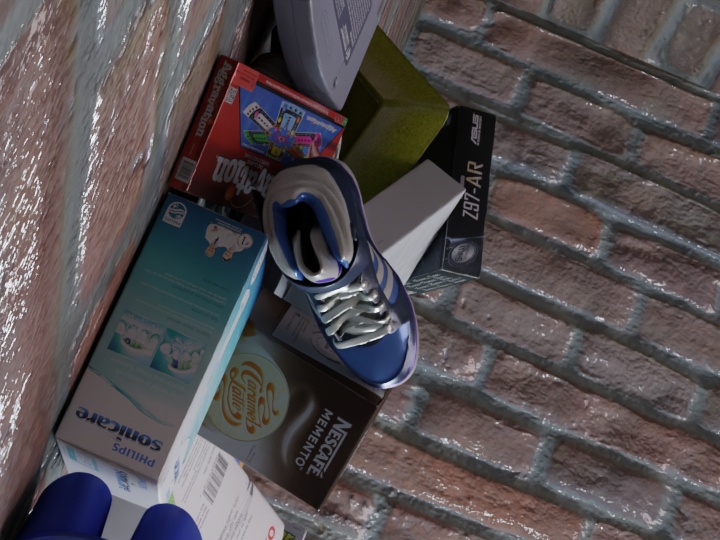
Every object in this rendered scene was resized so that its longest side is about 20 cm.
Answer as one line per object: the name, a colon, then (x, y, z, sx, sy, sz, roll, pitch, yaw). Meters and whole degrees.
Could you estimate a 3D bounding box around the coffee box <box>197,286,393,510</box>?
coffee box: (-0.083, 0.089, 1.437, 0.115, 0.199, 0.080, -61, 175, 22)

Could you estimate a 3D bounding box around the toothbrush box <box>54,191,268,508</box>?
toothbrush box: (-0.146, 0.066, 1.295, 0.147, 0.085, 0.201, 108, 4, -73)

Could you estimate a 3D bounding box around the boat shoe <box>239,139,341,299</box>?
boat shoe: (-0.060, -0.040, 1.484, 0.067, 0.073, 0.201, -2, 120, -54)

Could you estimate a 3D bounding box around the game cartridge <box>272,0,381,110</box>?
game cartridge: (-0.026, -0.223, 1.365, 0.200, 0.041, 0.134, 78, 26, -58)

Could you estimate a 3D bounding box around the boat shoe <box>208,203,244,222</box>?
boat shoe: (-0.077, -0.107, 1.552, 0.200, 0.073, 0.068, -58, -169, -17)

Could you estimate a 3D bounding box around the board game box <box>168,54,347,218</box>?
board game box: (-0.075, -0.093, 1.339, 0.104, 0.019, 0.200, -67, 156, 3)

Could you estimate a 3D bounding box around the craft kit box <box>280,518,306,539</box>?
craft kit box: (-0.176, 0.306, 1.755, 0.198, 0.199, 0.049, -66, 178, -51)

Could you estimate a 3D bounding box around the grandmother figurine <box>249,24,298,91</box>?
grandmother figurine: (-0.050, -0.203, 1.475, 0.122, 0.060, 0.201, 75, 31, -43)

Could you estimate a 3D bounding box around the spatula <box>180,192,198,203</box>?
spatula: (-0.133, -0.042, 1.381, 0.057, 0.021, 0.200, -45, 168, -18)

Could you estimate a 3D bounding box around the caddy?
caddy: (-0.192, 0.242, 1.229, 0.105, 0.140, 0.201, -74, -176, -51)

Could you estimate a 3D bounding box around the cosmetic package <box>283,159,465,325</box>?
cosmetic package: (0.000, 0.000, 1.537, 0.200, 0.052, 0.151, -37, 161, -53)

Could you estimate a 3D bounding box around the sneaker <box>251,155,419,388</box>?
sneaker: (-0.020, 0.013, 1.321, 0.146, 0.080, 0.202, -48, 120, -73)

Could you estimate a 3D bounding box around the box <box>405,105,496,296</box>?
box: (0.058, -0.060, 1.694, 0.200, 0.043, 0.162, -15, -115, 62)

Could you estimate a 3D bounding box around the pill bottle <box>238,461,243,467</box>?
pill bottle: (-0.195, 0.235, 1.696, 0.112, 0.111, 0.201, 112, 2, -45)

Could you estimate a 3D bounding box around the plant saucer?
plant saucer: (-0.027, -0.127, 1.635, 0.201, 0.048, 0.200, -54, -141, 15)

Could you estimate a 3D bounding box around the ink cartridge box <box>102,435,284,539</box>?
ink cartridge box: (-0.162, 0.233, 1.549, 0.200, 0.083, 0.146, 60, 43, -44)
